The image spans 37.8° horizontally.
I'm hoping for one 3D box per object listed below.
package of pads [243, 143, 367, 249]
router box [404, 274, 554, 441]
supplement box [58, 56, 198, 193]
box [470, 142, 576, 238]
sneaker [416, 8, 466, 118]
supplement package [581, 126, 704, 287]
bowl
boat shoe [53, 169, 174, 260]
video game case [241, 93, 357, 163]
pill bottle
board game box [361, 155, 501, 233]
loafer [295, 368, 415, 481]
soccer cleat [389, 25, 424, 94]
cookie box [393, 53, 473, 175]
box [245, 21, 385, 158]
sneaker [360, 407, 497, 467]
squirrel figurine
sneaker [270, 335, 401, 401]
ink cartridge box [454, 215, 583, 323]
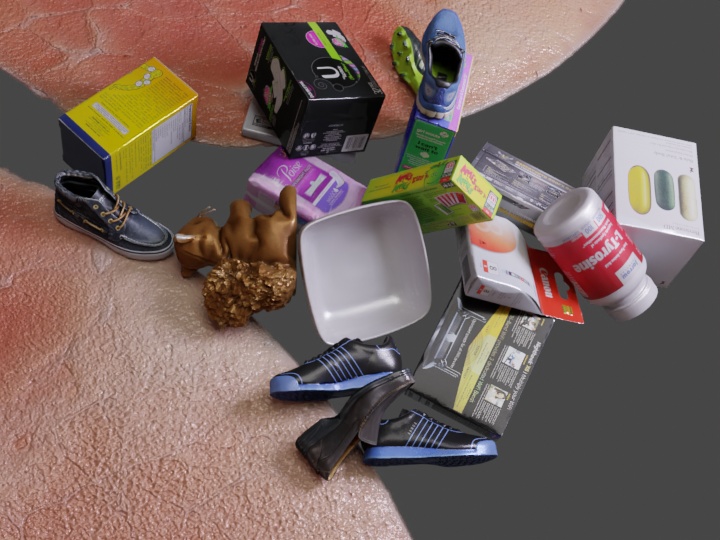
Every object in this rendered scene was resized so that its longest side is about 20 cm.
[{"bbox_3d":[-0.075,-0.114,1.692,0.199,0.076,0.121,32,55,8],"label":"package of pads"},{"bbox_3d":[0.178,0.130,1.577,0.156,0.052,0.201,27,74,6],"label":"router box"},{"bbox_3d":[-0.368,-0.229,1.683,0.109,0.109,0.200,41,59,14],"label":"supplement box"},{"bbox_3d":[0.269,-0.127,1.747,0.199,0.049,0.158,28,30,6],"label":"box"},{"bbox_3d":[0.134,-0.333,1.622,0.078,0.089,0.201,11,57,-7],"label":"sneaker"},{"bbox_3d":[0.465,-0.104,1.750,0.151,0.151,0.201,11,57,-5],"label":"supplement package"},{"bbox_3d":[0.000,0.000,1.600,0.198,0.075,0.201,-15,102,-18],"label":"bowl"},{"bbox_3d":[-0.377,-0.084,1.602,0.199,0.091,0.071,20,57,1],"label":"boat shoe"},{"bbox_3d":[-0.089,-0.283,1.825,0.199,0.023,0.183,14,57,-2],"label":"video game case"},{"bbox_3d":[0.366,-0.021,1.617,0.200,0.112,0.112,48,57,-17],"label":"pill bottle"},{"bbox_3d":[0.106,-0.109,1.609,0.101,0.199,0.048,40,59,-30],"label":"board game box"},{"bbox_3d":[0.004,0.213,1.468,0.200,0.073,0.072,-41,71,15],"label":"loafer"},{"bbox_3d":[0.117,-0.357,1.894,0.081,0.068,0.201,-7,60,-36],"label":"soccer cleat"},{"bbox_3d":[0.116,-0.239,1.732,0.075,0.200,0.172,16,57,-1],"label":"cookie box"},{"bbox_3d":[-0.077,-0.299,1.721,0.148,0.125,0.201,-9,52,-31],"label":"box"},{"bbox_3d":[0.099,0.238,1.514,0.198,0.070,0.078,2,66,-9],"label":"sneaker"},{"bbox_3d":[-0.188,-0.017,1.577,0.185,0.142,0.201,0,56,-4],"label":"squirrel figurine"},{"bbox_3d":[-0.038,0.141,1.532,0.198,0.070,0.078,-4,70,-16],"label":"sneaker"},{"bbox_3d":[0.247,-0.008,1.603,0.199,0.050,0.163,12,41,-13],"label":"ink cartridge box"}]
